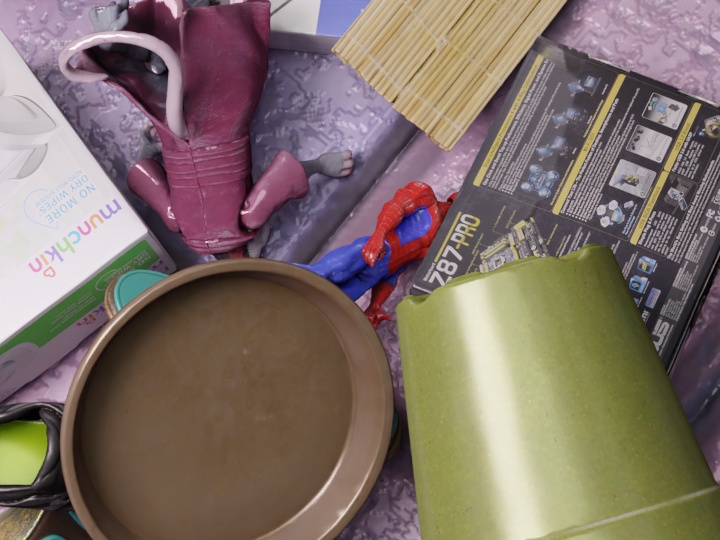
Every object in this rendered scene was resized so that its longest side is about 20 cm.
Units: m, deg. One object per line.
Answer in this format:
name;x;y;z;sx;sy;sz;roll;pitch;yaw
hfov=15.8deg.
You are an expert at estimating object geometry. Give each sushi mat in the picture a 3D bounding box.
sushi mat;0.074;-0.174;1.597;0.096;0.012;0.200;42;70;-11

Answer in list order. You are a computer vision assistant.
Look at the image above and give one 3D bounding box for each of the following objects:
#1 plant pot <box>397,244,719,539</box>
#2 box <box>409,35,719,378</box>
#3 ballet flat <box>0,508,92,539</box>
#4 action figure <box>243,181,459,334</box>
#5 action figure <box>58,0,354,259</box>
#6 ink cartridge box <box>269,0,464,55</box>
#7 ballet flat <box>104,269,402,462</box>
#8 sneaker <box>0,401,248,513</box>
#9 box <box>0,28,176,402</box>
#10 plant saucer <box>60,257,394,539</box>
plant pot;0.101;0.092;1.400;0.199;0.200;0.191;-15;86;4
box;0.139;-0.029;1.546;0.160;0.049;0.201;22;61;10
ballet flat;-0.181;0.148;1.576;0.200;0.071;0.071;-44;76;-6
action figure;0.000;0.000;1.555;0.052;0.066;0.200;32;50;31
action figure;-0.087;-0.074;1.566;0.133;0.149;0.201;-8;109;14
ink cartridge box;-0.028;-0.188;1.636;0.198;0.044;0.095;7;79;8
ballet flat;-0.069;0.069;1.567;0.199;0.072;0.068;25;60;0
sneaker;-0.160;0.111;1.499;0.198;0.083;0.071;1;88;-7
box;-0.246;-0.017;1.602;0.200;0.097;0.177;-36;73;-3
plant saucer;-0.077;0.086;1.473;0.199;0.029;0.202;-7;110;-20
